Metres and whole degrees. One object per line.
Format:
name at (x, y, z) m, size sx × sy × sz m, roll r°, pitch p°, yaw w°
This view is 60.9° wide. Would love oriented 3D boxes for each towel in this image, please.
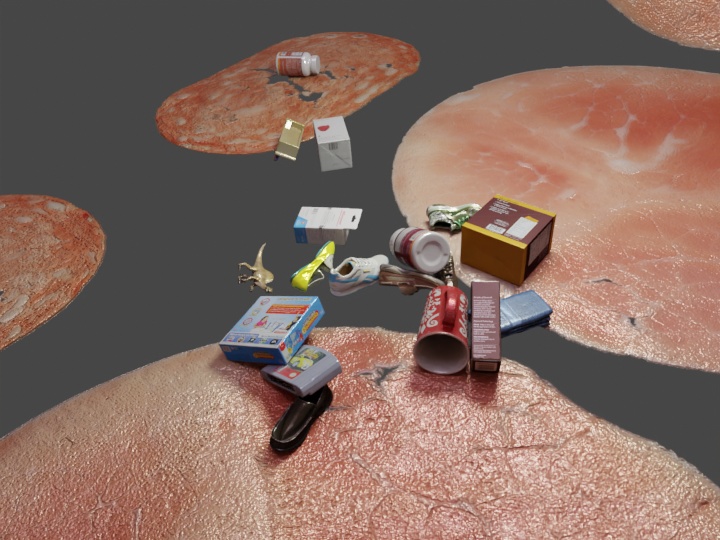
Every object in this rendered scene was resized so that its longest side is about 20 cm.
towel at (0.382, 0.117, 1.576) m, size 0.199 × 0.049 × 0.112 m, roll -17°, pitch 42°, yaw -12°

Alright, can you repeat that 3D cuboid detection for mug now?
mug at (0.219, 0.126, 1.499) m, size 0.133 × 0.178 × 0.200 m, roll 34°, pitch 35°, yaw -11°

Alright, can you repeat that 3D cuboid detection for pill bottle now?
pill bottle at (-0.301, -0.996, 2.962) m, size 0.199 × 0.113 × 0.112 m, roll 6°, pitch 40°, yaw 12°
pill bottle at (0.159, -0.061, 1.720) m, size 0.114 × 0.115 × 0.200 m, roll -17°, pitch 14°, yaw -15°

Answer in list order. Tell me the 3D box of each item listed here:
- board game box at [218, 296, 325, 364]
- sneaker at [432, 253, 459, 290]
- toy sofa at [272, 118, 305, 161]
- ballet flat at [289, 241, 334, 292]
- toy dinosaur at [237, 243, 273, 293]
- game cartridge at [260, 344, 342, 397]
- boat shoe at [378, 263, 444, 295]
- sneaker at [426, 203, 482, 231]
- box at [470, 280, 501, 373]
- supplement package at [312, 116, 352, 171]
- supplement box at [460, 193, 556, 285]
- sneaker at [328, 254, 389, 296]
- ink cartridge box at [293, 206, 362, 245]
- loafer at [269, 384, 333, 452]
board game box at (-0.222, 0.146, 1.553) m, size 0.199 × 0.056 × 0.196 m, roll -1°, pitch 35°, yaw 34°
sneaker at (0.232, -0.003, 1.717) m, size 0.070 × 0.076 × 0.200 m, roll -6°, pitch 39°, yaw -2°
toy sofa at (-0.277, -0.497, 2.386) m, size 0.082 × 0.098 × 0.200 m, roll 18°, pitch 38°, yaw -11°
ballet flat at (-0.122, -0.006, 1.778) m, size 0.067 × 0.067 × 0.200 m, roll 36°, pitch 54°, yaw 12°
toy dinosaur at (-0.306, 0.008, 1.791) m, size 0.101 × 0.058 × 0.200 m, roll -1°, pitch 45°, yaw -19°
game cartridge at (-0.136, 0.230, 1.444) m, size 0.133 × 0.041 × 0.200 m, roll -28°, pitch 21°, yaw -32°
boat shoe at (0.138, 0.035, 1.689) m, size 0.199 × 0.072 × 0.076 m, roll 15°, pitch 1°, yaw 32°
sneaker at (0.302, -0.153, 1.911) m, size 0.199 × 0.077 × 0.089 m, roll 0°, pitch 52°, yaw 14°
box at (0.298, 0.134, 1.464) m, size 0.075 × 0.100 × 0.201 m, roll 2°, pitch 65°, yaw 10°
supplement package at (-0.107, -0.477, 2.298) m, size 0.121 × 0.120 × 0.200 m, roll -9°, pitch 39°, yaw -4°
supplement box at (0.423, -0.093, 1.763) m, size 0.197 × 0.133 × 0.200 m, roll 25°, pitch 47°, yaw 32°
sneaker at (0.000, 0.000, 1.734) m, size 0.200 × 0.081 × 0.076 m, roll -28°, pitch 43°, yaw -27°
ink cartridge box at (-0.098, -0.140, 1.925) m, size 0.199 × 0.067 × 0.116 m, roll 3°, pitch 39°, yaw 11°
loafer at (-0.137, 0.315, 1.369) m, size 0.073 × 0.072 × 0.200 m, roll 17°, pitch 44°, yaw 25°
